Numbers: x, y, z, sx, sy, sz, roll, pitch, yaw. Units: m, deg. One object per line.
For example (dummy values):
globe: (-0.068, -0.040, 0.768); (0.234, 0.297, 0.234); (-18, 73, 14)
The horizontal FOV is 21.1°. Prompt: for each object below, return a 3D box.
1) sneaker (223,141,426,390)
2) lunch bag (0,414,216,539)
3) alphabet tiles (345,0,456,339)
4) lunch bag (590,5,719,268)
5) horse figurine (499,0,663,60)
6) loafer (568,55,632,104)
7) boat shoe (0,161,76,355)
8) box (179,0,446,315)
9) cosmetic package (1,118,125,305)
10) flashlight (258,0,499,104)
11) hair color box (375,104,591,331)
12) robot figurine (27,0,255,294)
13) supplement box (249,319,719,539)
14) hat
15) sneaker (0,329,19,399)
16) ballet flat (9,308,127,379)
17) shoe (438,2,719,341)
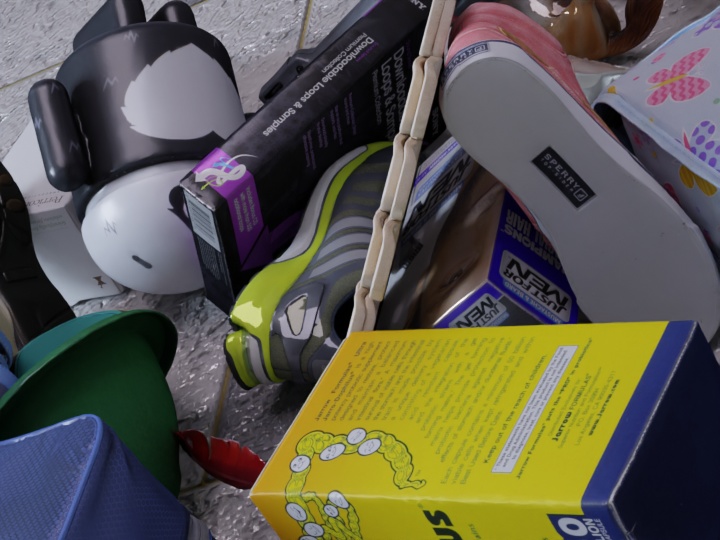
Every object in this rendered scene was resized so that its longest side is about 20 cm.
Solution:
sneaker: (0.000, 0.000, 1.148); (0.081, 0.074, 0.200); (11, 49, 27)
lunch bag: (-0.158, 0.171, 0.965); (0.199, 0.132, 0.136); (-16, 37, 33)
alphabet tiles: (0.020, -0.052, 1.007); (0.015, 0.201, 0.196); (14, 6, 0)
lunch bag: (0.230, -0.079, 0.985); (0.169, 0.127, 0.200); (-37, 40, -5)
horse figurine: (0.122, -0.184, 1.260); (0.199, 0.133, 0.050); (21, 40, 38)
loafer: (0.139, -0.096, 1.164); (0.063, 0.072, 0.200); (-1, 10, -38)
boat shoe: (-0.255, 0.000, 1.276); (0.074, 0.201, 0.076); (-35, -17, 30)
box: (-0.023, -0.073, 1.197); (0.036, 0.143, 0.200); (37, 70, 21)
cosmetic package: (-0.192, -0.070, 1.395); (0.107, 0.085, 0.200); (-10, 35, 30)
flashlight: (0.018, -0.152, 1.280); (0.068, 0.068, 0.200); (-6, -27, -43)
hair color box: (0.070, -0.013, 1.058); (0.109, 0.065, 0.200); (-42, 22, 36)
robot figurine: (-0.133, -0.084, 1.270); (0.149, 0.125, 0.201); (-12, 66, -4)
supplement box: (0.070, 0.101, 0.882); (0.199, 0.109, 0.110); (-4, 40, 40)
hat: (-0.110, 0.135, 1.060); (0.176, 0.200, 0.166); (42, 82, 17)
sneaker: (-0.244, 0.052, 1.143); (0.082, 0.074, 0.200); (-45, 29, -23)
ballet flat: (-0.202, 0.084, 1.197); (0.199, 0.062, 0.068); (-25, 49, 18)
shoe: (0.113, -0.049, 0.979); (0.071, 0.200, 0.091); (-36, 20, 20)
